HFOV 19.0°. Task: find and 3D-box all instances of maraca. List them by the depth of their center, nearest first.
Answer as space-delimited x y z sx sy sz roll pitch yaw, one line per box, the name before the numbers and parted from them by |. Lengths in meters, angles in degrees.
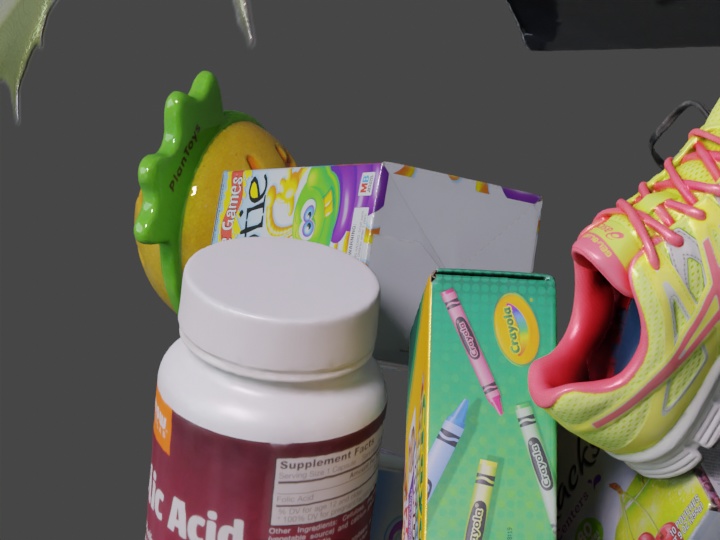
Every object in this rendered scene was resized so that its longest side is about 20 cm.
maraca | -0.091 -0.038 1.329 0.106 0.200 0.138 9 68 20

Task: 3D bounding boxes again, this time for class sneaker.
sneaker | 0.134 -0.011 0.884 0.078 0.090 0.201 36 105 59

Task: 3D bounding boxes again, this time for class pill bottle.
pill bottle | -0.047 0.094 1.064 0.114 0.114 0.201 -132 43 -57

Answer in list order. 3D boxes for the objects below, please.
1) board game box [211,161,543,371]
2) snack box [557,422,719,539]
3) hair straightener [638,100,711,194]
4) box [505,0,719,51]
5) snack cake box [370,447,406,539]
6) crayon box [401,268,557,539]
board game box | 0.000 0.000 1.202 0.200 0.104 0.104 1 81 61
snack box | 0.108 0.136 1.007 0.201 0.053 0.142 -63 31 29
hair straightener | 0.181 -0.029 0.952 0.200 0.041 0.077 45 119 63
box | 0.116 -0.223 0.942 0.198 0.123 0.201 43 -132 -71
snack cake box | -0.010 0.200 1.193 0.115 0.067 0.201 11 91 64
crayon box | 0.051 0.111 0.955 0.119 0.058 0.201 102 170 -74
